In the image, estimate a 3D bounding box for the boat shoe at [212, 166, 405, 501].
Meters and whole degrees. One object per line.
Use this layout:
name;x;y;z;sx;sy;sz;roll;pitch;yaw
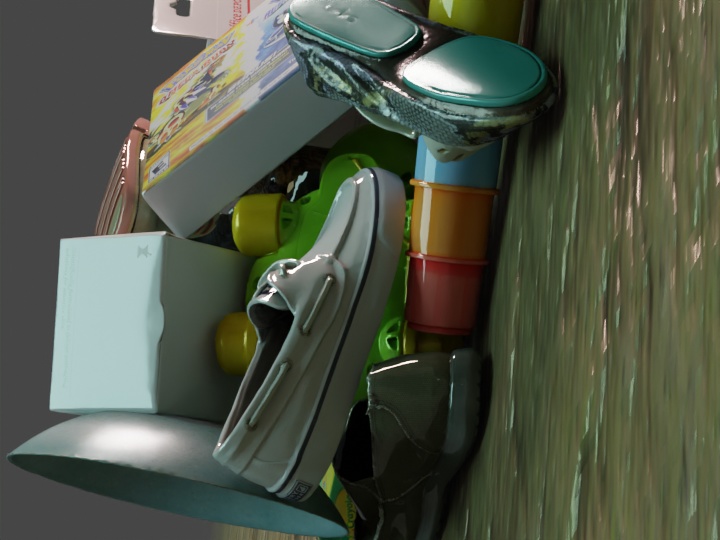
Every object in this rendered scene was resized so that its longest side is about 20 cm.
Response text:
boat shoe;-0.030;0.025;1.409;0.072;0.065;0.201;-31;38;64

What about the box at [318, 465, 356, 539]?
box;0.006;0.087;1.678;0.118;0.048;0.201;-91;9;-56

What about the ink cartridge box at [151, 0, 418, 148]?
ink cartridge box;-0.046;-0.136;1.745;0.117;0.199;0.068;-94;14;-65

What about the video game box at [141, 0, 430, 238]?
video game box;-0.044;-0.125;1.573;0.200;0.047;0.182;-38;18;13

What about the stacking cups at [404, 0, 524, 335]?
stacking cups;0.050;-0.067;1.409;0.061;0.060;0.201;-125;43;-81

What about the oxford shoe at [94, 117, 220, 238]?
oxford shoe;-0.123;-0.050;1.643;0.200;0.073;0.071;-83;14;-71

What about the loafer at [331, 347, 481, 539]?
loafer;0.018;0.099;1.437;0.200;0.069;0.076;107;169;-55

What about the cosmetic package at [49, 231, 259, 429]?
cosmetic package;-0.092;0.043;1.559;0.200;0.084;0.108;16;-105;-55

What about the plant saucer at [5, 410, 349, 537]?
plant saucer;-0.100;0.112;1.470;0.201;0.200;0.039;129;154;-78

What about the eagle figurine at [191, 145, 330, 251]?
eagle figurine;-0.050;0.005;1.763;0.151;0.151;0.201;-55;-24;-66

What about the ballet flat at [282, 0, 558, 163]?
ballet flat;0.036;-0.095;1.347;0.200;0.072;0.072;28;114;47

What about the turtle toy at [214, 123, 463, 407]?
turtle toy;0.000;0.000;1.524;0.101;0.145;0.201;63;-149;-62
